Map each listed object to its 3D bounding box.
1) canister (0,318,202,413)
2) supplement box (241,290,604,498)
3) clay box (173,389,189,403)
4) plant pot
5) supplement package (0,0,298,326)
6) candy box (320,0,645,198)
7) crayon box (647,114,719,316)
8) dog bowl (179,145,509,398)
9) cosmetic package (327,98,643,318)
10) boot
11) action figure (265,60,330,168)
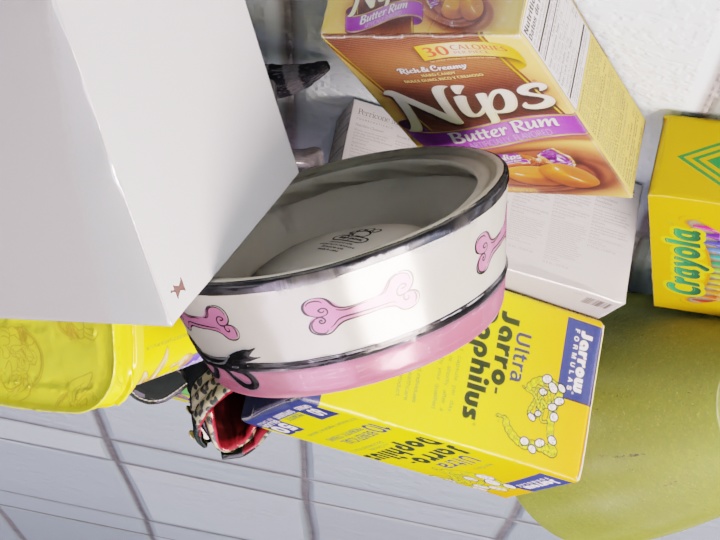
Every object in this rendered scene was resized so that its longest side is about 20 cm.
[{"bbox_3d":[-0.145,0.017,1.112,0.147,0.088,0.199,4,-168,29],"label":"canister"},{"bbox_3d":[0.040,0.066,1.210,0.198,0.111,0.109,17,162,-19],"label":"supplement box"},{"bbox_3d":[-0.132,0.045,1.501,0.198,0.116,0.048,18,160,-19],"label":"clay box"},{"bbox_3d":[0.220,0.099,1.293,0.186,0.189,0.199,20,166,-24],"label":"plant pot"},{"bbox_3d":[-0.169,-0.093,0.952,0.198,0.147,0.193,2,124,29],"label":"supplement package"},{"bbox_3d":[0.072,-0.105,1.031,0.115,0.057,0.200,3,158,27],"label":"candy box"},{"bbox_3d":[0.266,-0.021,1.150,0.170,0.059,0.200,8,161,13],"label":"crayon box"},{"bbox_3d":[-0.010,0.001,1.008,0.198,0.075,0.200,-14,-163,4],"label":"dog bowl"},{"bbox_3d":[0.075,-0.037,1.187,0.198,0.083,0.051,16,164,-11],"label":"cosmetic package"},{"bbox_3d":[-0.117,0.074,1.349,0.073,0.155,0.204,19,134,-27],"label":"boot"},{"bbox_3d":[-0.112,-0.091,1.160,0.191,0.106,0.200,13,177,19],"label":"action figure"}]
